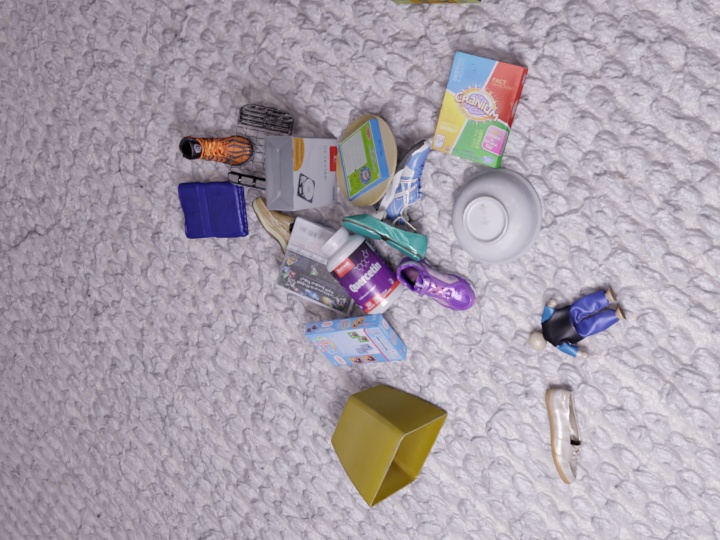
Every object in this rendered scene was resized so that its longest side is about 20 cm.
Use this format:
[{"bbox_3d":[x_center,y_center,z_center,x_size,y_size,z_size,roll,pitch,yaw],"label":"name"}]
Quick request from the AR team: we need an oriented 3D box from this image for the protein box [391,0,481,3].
[{"bbox_3d":[0.142,-0.649,1.309,0.195,0.134,0.205,10,103,24],"label":"protein box"}]

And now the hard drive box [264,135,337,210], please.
[{"bbox_3d":[-0.130,-0.222,1.487,0.075,0.199,0.159,5,102,25],"label":"hard drive box"}]

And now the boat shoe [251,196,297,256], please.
[{"bbox_3d":[-0.183,-0.108,1.613,0.076,0.072,0.201,-37,93,23],"label":"boat shoe"}]

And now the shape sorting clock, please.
[{"bbox_3d":[0.012,-0.244,1.476,0.198,0.039,0.205,-1,89,52],"label":"shape sorting clock"}]

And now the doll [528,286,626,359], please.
[{"bbox_3d":[0.432,0.114,1.341,0.198,0.048,0.138,-29,84,28],"label":"doll"}]

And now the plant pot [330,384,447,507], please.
[{"bbox_3d":[0.051,0.377,1.514,0.175,0.198,0.203,35,113,30],"label":"plant pot"}]

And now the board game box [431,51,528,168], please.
[{"bbox_3d":[0.243,-0.332,1.365,0.151,0.040,0.204,21,108,23],"label":"board game box"}]

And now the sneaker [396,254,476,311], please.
[{"bbox_3d":[0.158,0.032,1.447,0.198,0.088,0.082,29,109,19],"label":"sneaker"}]

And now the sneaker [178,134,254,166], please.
[{"bbox_3d":[-0.368,-0.297,1.646,0.196,0.112,0.079,2,100,26],"label":"sneaker"}]

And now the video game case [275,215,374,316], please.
[{"bbox_3d":[-0.087,-0.009,1.572,0.197,0.023,0.185,22,108,3],"label":"video game case"}]

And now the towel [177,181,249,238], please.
[{"bbox_3d":[-0.380,-0.159,1.717,0.196,0.049,0.151,1,106,27],"label":"towel"}]

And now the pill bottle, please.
[{"bbox_3d":[0.000,0.000,1.486,0.112,0.113,0.200,-40,95,26],"label":"pill bottle"}]

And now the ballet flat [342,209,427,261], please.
[{"bbox_3d":[0.059,-0.092,1.447,0.197,0.067,0.071,25,80,4],"label":"ballet flat"}]

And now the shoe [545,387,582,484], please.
[{"bbox_3d":[0.428,0.344,1.370,0.053,0.069,0.204,-9,92,36],"label":"shoe"}]

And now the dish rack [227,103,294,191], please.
[{"bbox_3d":[-0.238,-0.295,1.591,0.150,0.055,0.204,11,100,0],"label":"dish rack"}]

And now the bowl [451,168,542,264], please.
[{"bbox_3d":[0.269,-0.107,1.364,0.197,0.090,0.206,5,102,26],"label":"bowl"}]

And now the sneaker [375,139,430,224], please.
[{"bbox_3d":[0.109,-0.193,1.448,0.076,0.076,0.202,34,122,11],"label":"sneaker"}]

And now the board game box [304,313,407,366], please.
[{"bbox_3d":[-0.010,0.166,1.533,0.196,0.037,0.152,-10,139,27],"label":"board game box"}]
